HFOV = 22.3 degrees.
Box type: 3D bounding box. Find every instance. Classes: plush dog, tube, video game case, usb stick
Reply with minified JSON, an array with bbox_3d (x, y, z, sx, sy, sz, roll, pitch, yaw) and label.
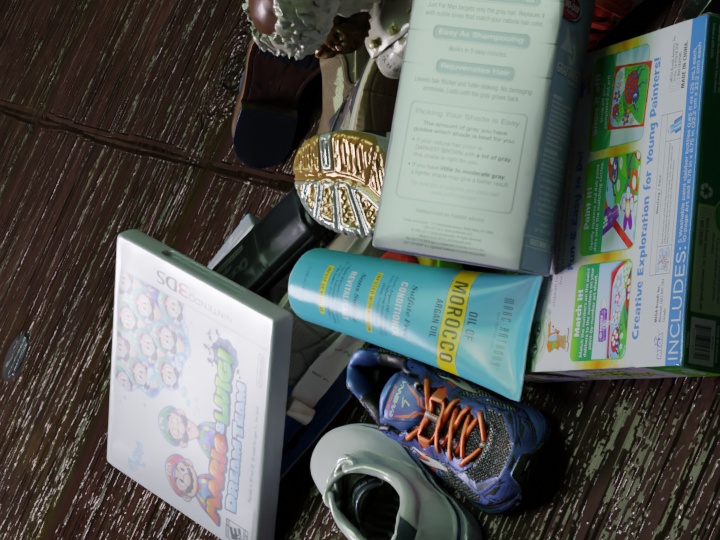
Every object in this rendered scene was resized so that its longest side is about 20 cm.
[{"bbox_3d":[-0.011,-0.239,1.237,0.172,0.160,0.201,170,95,-80],"label":"plush dog"},{"bbox_3d":[0.037,0.026,1.186,0.200,0.050,0.078,13,98,45],"label":"tube"},{"bbox_3d":[-0.125,0.092,1.369,0.182,0.024,0.201,26,121,39],"label":"video game case"},{"bbox_3d":[-0.095,0.011,1.399,0.200,0.033,0.056,-43,43,28],"label":"usb stick"}]

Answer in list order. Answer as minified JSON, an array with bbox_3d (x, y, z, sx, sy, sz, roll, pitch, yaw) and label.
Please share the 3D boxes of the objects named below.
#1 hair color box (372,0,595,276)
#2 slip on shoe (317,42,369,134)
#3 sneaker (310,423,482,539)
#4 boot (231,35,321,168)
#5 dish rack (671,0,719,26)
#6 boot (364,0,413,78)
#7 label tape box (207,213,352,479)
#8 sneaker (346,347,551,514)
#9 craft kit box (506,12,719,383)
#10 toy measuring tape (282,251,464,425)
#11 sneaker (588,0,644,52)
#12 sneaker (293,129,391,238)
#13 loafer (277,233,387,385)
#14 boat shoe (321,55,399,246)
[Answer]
[{"bbox_3d":[0.077,-0.104,1.107,0.099,0.061,0.201,10,90,25],"label":"hair color box"},{"bbox_3d":[-0.009,-0.158,1.487,0.076,0.060,0.201,7,74,59],"label":"slip on shoe"},{"bbox_3d":[0.008,0.144,1.220,0.200,0.071,0.073,26,90,60],"label":"sneaker"},{"bbox_3d":[-0.068,-0.196,1.578,0.097,0.074,0.200,-104,34,-55],"label":"boot"},{"bbox_3d":[0.256,-0.128,1.057,0.154,0.054,0.200,-55,33,19],"label":"dish rack"},{"bbox_3d":[0.063,-0.176,1.258,0.155,0.072,0.201,-45,28,40],"label":"boot"},{"bbox_3d":[-0.088,0.072,1.434,0.143,0.066,0.200,-50,31,22],"label":"label tape box"},{"bbox_3d":[0.050,0.099,1.180,0.200,0.078,0.076,23,90,60],"label":"sneaker"},{"bbox_3d":[0.155,-0.035,1.088,0.197,0.048,0.201,-7,75,61],"label":"craft kit box"},{"bbox_3d":[0.017,0.045,1.278,0.200,0.073,0.074,-50,32,16],"label":"toy measuring tape"},{"bbox_3d":[0.141,-0.156,1.246,0.201,0.067,0.108,-22,51,54],"label":"sneaker"},{"bbox_3d":[0.046,-0.065,1.278,0.199,0.088,0.076,3,102,37],"label":"sneaker"},{"bbox_3d":[0.000,0.000,1.349,0.200,0.072,0.063,-50,13,1],"label":"loafer"},{"bbox_3d":[0.007,-0.110,1.418,0.065,0.072,0.201,11,83,54],"label":"boat shoe"}]
